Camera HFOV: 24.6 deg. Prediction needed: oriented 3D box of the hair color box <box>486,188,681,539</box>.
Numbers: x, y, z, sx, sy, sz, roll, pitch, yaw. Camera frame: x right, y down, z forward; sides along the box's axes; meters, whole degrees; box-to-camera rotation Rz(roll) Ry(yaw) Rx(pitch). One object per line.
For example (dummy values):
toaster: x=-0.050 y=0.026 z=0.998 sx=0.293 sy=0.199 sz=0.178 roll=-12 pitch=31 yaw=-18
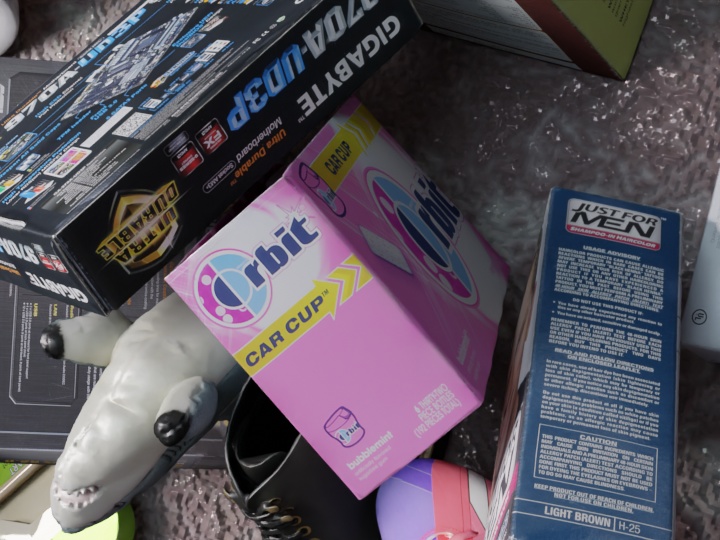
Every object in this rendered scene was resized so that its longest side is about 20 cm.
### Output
hair color box: x=0.088 y=0.070 z=0.663 sx=0.060 sy=0.100 sz=0.201 roll=12 pitch=42 yaw=2

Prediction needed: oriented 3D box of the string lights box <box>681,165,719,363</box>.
string lights box: x=0.245 y=0.007 z=0.690 sx=0.199 sy=0.059 sz=0.103 roll=13 pitch=85 yaw=28

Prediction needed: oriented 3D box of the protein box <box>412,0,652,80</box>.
protein box: x=0.065 y=-0.223 z=0.751 sx=0.134 sy=0.200 sz=0.200 roll=18 pitch=86 yaw=28

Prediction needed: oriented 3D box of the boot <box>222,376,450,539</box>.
boot: x=-0.034 y=0.132 z=0.753 sx=0.077 sy=0.138 sz=0.201 roll=9 pitch=83 yaw=27

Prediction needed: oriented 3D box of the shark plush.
shark plush: x=-0.072 y=0.040 z=0.777 sx=0.090 sy=0.200 sz=0.084 roll=21 pitch=133 yaw=23

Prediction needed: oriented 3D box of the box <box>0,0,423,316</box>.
box: x=-0.090 y=-0.072 z=0.746 sx=0.200 sy=0.046 sz=0.159 roll=-45 pitch=31 yaw=-22

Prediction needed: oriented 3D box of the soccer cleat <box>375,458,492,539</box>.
soccer cleat: x=0.063 y=0.156 z=0.685 sx=0.067 sy=0.076 sz=0.200 roll=-46 pitch=61 yaw=18

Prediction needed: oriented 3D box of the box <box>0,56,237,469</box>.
box: x=-0.125 y=-0.003 z=0.834 sx=0.157 sy=0.048 sz=0.201 roll=3 pitch=77 yaw=-12

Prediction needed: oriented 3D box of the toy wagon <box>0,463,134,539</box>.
toy wagon: x=-0.174 y=0.091 z=0.887 sx=0.155 sy=0.040 sz=0.200 roll=-41 pitch=65 yaw=12

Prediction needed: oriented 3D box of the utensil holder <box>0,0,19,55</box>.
utensil holder: x=-0.282 y=-0.230 z=0.946 sx=0.169 sy=0.170 sz=0.201 roll=-12 pitch=70 yaw=23

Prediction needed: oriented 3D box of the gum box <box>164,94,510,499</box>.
gum box: x=0.000 y=0.000 z=0.705 sx=0.066 sy=0.200 sz=0.114 roll=-39 pitch=97 yaw=16
